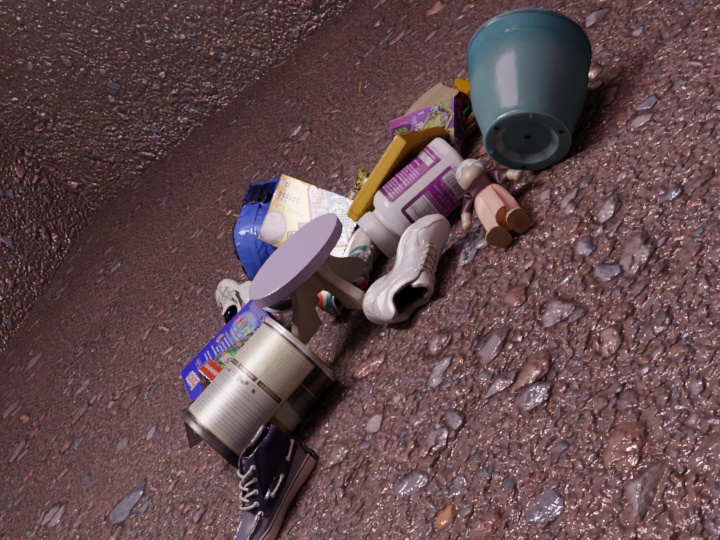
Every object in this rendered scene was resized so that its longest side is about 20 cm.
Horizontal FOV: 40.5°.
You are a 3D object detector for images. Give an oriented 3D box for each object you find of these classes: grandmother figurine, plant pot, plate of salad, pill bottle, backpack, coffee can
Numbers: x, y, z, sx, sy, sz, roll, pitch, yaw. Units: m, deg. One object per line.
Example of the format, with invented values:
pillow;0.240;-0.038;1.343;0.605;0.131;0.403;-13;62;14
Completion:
grandmother figurine;0.196;-0.115;1.494;0.121;0.061;0.200;-34;34;5
plant pot;0.259;-0.268;1.522;0.199;0.200;0.189;-26;43;40
plate of salad;0.002;-0.143;1.892;0.200;0.048;0.200;-53;15;20
pill bottle;0.094;-0.117;1.635;0.200;0.112;0.112;-42;22;3
backpack;-0.167;-0.081;1.980;0.167;0.163;0.200;-11;34;23
coffee can;-0.153;0.193;1.488;0.200;0.146;0.146;-49;22;-10

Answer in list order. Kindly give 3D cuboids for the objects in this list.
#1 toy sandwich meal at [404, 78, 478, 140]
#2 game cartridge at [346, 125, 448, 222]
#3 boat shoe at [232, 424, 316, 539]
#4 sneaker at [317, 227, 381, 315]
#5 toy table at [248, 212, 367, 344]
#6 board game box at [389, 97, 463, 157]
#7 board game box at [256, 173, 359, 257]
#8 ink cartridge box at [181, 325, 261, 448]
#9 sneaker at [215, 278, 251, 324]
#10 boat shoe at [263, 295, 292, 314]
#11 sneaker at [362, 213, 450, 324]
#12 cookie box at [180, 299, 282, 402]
toy sandwich meal;0.168;-0.305;1.894;0.205;0.070;0.206;-38;23;19
game cartridge;0.064;-0.172;1.717;0.177;0.032;0.200;-55;-15;24
boat shoe;-0.146;0.307;1.347;0.074;0.093;0.201;-17;35;49
sneaker;0.000;0.000;1.688;0.200;0.070;0.093;-46;43;-13
toy table;-0.077;0.016;1.566;0.200;0.117;0.184;-46;27;-17
board game box;0.122;-0.245;1.842;0.200;0.032;0.121;-8;84;56
board game box;-0.087;-0.087;1.817;0.199;0.035;0.136;23;91;30
ink cartridge box;-0.218;0.188;1.587;0.050;0.109;0.200;35;54;30
sneaker;-0.260;0.070;1.995;0.088;0.076;0.200;-56;23;-21
boat shoe;-0.131;0.018;1.817;0.200;0.075;0.062;-48;-18;-61
sneaker;0.092;0.004;1.502;0.099;0.078;0.201;15;71;58
cookie box;-0.223;0.161;1.766;0.200;0.075;0.171;-45;22;-3
